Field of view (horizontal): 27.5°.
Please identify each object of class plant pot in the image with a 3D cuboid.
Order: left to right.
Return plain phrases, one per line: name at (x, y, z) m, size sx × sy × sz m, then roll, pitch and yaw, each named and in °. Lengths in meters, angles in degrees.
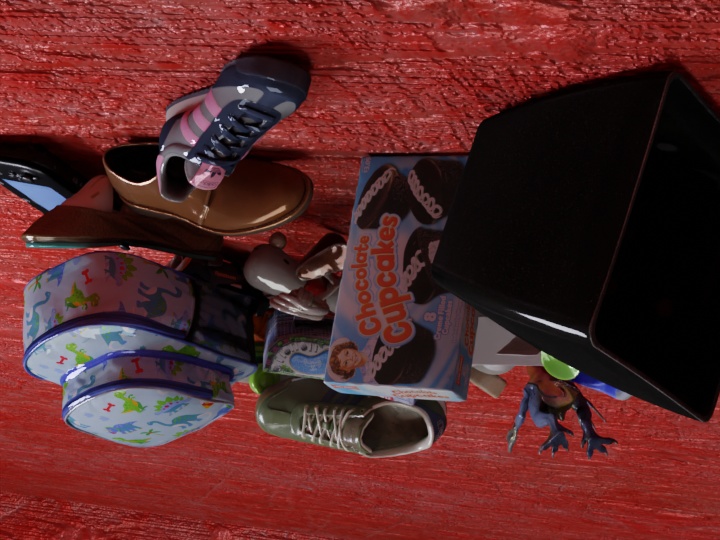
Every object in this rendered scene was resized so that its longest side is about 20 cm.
plant pot at (0.172, -0.022, 1.103) m, size 0.176 × 0.201 × 0.200 m, roll 9°, pitch 165°, yaw 40°

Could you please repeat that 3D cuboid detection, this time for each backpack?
backpack at (-0.215, 0.074, 1.388) m, size 0.182 × 0.148 × 0.199 m, roll -26°, pitch 142°, yaw 36°

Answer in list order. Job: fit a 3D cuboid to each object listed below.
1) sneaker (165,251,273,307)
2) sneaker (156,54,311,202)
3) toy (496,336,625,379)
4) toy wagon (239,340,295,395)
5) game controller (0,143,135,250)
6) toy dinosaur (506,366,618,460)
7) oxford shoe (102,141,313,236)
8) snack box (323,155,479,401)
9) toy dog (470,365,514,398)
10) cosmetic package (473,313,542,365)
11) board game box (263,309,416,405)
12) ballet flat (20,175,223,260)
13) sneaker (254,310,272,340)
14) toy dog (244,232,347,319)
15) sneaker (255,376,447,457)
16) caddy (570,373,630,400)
sneaker at (-0.154, 0.013, 1.564) m, size 0.199 × 0.080 × 0.078 m, roll -9°, pitch 177°, yaw -26°
sneaker at (-0.102, -0.106, 1.156) m, size 0.070 × 0.083 × 0.200 m, roll 20°, pitch 159°, yaw -24°
toy at (0.214, 0.040, 1.270) m, size 0.114 × 0.048 × 0.200 m, roll -4°, pitch -160°, yaw 37°
toy wagon at (-0.085, 0.104, 1.619) m, size 0.199 × 0.040 × 0.155 m, roll 3°, pitch -174°, yaw -30°
game controller at (-0.292, -0.070, 1.433) m, size 0.104 × 0.042 × 0.200 m, roll 1°, pitch 159°, yaw 26°
toy dinosaur at (0.224, 0.130, 1.626) m, size 0.104 × 0.182 × 0.201 m, roll -4°, pitch 130°, yaw -9°
oxford shoe at (-0.139, -0.077, 1.288) m, size 0.198 × 0.072 × 0.071 m, roll 5°, pitch 157°, yaw 21°
snack box at (0.043, 0.004, 1.212) m, size 0.115 × 0.202 × 0.037 m, roll 1°, pitch 162°, yaw 25°
toy dog at (0.122, 0.063, 1.489) m, size 0.096 × 0.132 × 0.200 m, roll 29°, pitch 158°, yaw 8°
cosmetic package at (0.085, 0.049, 1.313) m, size 0.198 × 0.051 × 0.083 m, roll 3°, pitch -163°, yaw -21°
board game box at (0.001, 0.078, 1.522) m, size 0.198 × 0.062 × 0.200 m, roll 8°, pitch -170°, yaw -5°
ballet flat at (-0.219, -0.051, 1.377) m, size 0.199 × 0.073 × 0.068 m, roll 4°, pitch -178°, yaw -28°
sneaker at (-0.135, 0.066, 1.697) m, size 0.199 × 0.074 × 0.077 m, roll 23°, pitch 160°, yaw -34°
toy dog at (0.000, 0.000, 1.395) m, size 0.199 × 0.097 × 0.132 m, roll 16°, pitch -173°, yaw -24°
sneaker at (-0.010, 0.150, 1.483) m, size 0.198 × 0.068 × 0.090 m, roll 2°, pitch -166°, yaw 0°
caddy at (0.268, 0.074, 1.440) m, size 0.140 × 0.106 × 0.200 m, roll 12°, pitch 162°, yaw -1°
